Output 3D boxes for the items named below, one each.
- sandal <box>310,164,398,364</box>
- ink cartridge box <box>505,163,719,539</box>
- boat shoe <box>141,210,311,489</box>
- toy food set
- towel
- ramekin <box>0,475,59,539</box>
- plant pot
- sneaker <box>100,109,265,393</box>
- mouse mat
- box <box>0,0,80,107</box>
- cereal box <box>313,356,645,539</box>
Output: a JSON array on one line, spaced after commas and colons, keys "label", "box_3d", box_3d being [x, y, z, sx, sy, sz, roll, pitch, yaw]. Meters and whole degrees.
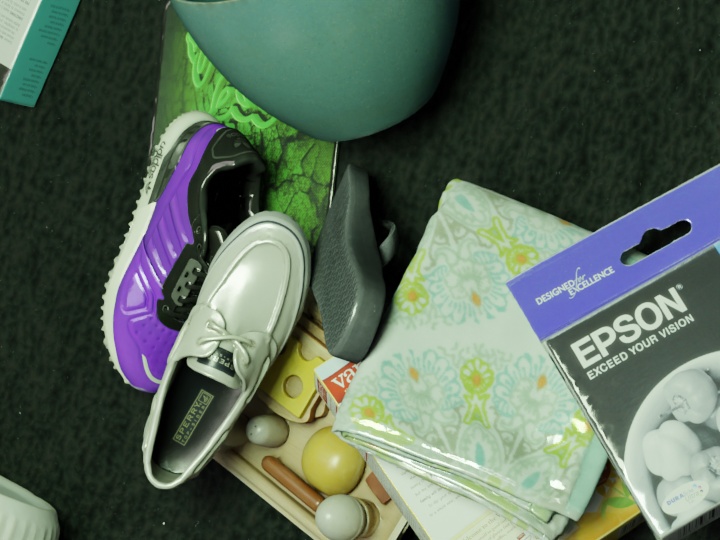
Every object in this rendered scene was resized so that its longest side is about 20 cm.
[{"label": "sandal", "box_3d": [0.000, 0.001, 1.678, 0.043, 0.201, 0.076, 17, 120, -14]}, {"label": "ink cartridge box", "box_3d": [0.219, 0.037, 1.564, 0.197, 0.043, 0.201, -29, 70, -4]}, {"label": "boat shoe", "box_3d": [-0.094, 0.056, 1.697, 0.072, 0.066, 0.201, 30, 103, -5]}, {"label": "toy food set", "box_3d": [-0.032, 0.107, 1.730, 0.200, 0.060, 0.144, 36, 103, 25]}, {"label": "towel", "box_3d": [0.095, 0.055, 1.614, 0.170, 0.048, 0.201, 24, 70, 10]}, {"label": "ramekin", "box_3d": [-0.305, 0.180, 1.803, 0.201, 0.202, 0.095, 25, 87, 28]}, {"label": "plant pot", "box_3d": [-0.014, -0.166, 1.686, 0.199, 0.200, 0.136, -9, 117, 28]}, {"label": "sneaker", "box_3d": [-0.115, -0.004, 1.757, 0.099, 0.069, 0.202, 24, 103, 46]}, {"label": "mouse mat", "box_3d": [-0.084, -0.097, 1.804, 0.160, 0.008, 0.202, 6, 88, 29]}, {"label": "box", "box_3d": [-0.243, -0.230, 1.876, 0.082, 0.049, 0.201, 30, 100, 27]}, {"label": "cereal box", "box_3d": [0.081, 0.109, 1.640, 0.143, 0.040, 0.201, -31, 71, -11]}]
